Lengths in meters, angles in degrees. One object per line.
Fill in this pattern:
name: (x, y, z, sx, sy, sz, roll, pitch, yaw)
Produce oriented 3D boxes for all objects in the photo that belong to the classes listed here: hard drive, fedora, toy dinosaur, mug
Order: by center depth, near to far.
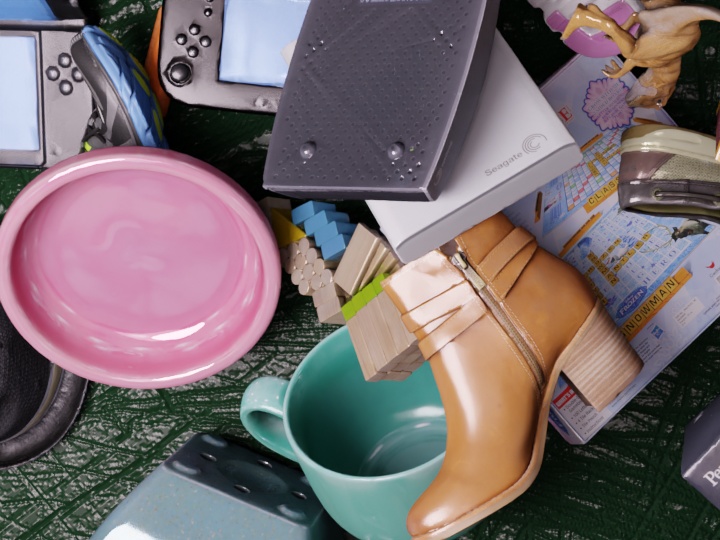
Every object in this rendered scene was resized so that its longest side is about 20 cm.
toy dinosaur: (0.188, -0.153, 1.117, 0.106, 0.200, 0.060, 27, 82, 1)
hard drive: (0.021, -0.134, 1.158, 0.135, 0.042, 0.200, 2, 66, 32)
hard drive: (0.042, -0.111, 1.186, 0.132, 0.027, 0.200, -31, 53, 2)
mug: (0.025, 0.113, 1.285, 0.152, 0.185, 0.114, -39, 135, -15)
fedora: (-0.301, 0.066, 1.362, 0.201, 0.092, 0.201, 3, 103, 12)

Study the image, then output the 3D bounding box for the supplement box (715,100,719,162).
supplement box: (0.337, -0.117, 1.131, 0.197, 0.200, 0.133, 18, 106, 7)

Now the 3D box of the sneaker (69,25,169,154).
sneaker: (-0.177, -0.077, 1.296, 0.083, 0.071, 0.200, -9, 117, 2)

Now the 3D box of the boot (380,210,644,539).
boot: (0.066, 0.065, 1.152, 0.200, 0.077, 0.155, -43, 94, -4)

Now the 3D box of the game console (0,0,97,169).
game console: (-0.301, -0.153, 1.300, 0.200, 0.116, 0.176, 3, 103, 12)

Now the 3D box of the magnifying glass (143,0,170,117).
magnifying glass: (-0.126, -0.208, 1.302, 0.080, 0.022, 0.200, 19, 104, 6)

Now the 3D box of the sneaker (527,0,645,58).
sneaker: (0.120, -0.234, 1.201, 0.200, 0.088, 0.080, 41, 145, -13)

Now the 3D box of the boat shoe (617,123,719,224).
boat shoe: (0.263, -0.042, 1.198, 0.201, 0.072, 0.066, 16, 82, -7)

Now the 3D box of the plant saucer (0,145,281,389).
plant saucer: (-0.155, -0.008, 1.275, 0.200, 0.051, 0.201, 0, 126, 0)

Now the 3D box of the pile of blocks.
pile of blocks: (0.000, 0.000, 1.267, 0.200, 0.062, 0.082, 45, 116, 38)

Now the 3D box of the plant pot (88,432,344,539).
plant pot: (-0.110, 0.236, 1.318, 0.196, 0.196, 0.200, 23, 102, 6)

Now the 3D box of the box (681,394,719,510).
box: (0.357, 0.119, 1.227, 0.200, 0.117, 0.197, 41, 108, 2)

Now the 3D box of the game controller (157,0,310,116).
game controller: (-0.042, -0.160, 1.274, 0.200, 0.042, 0.104, 6, 106, 2)

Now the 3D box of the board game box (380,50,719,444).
board game box: (0.152, -0.021, 1.230, 0.200, 0.041, 0.200, -41, 92, -11)
